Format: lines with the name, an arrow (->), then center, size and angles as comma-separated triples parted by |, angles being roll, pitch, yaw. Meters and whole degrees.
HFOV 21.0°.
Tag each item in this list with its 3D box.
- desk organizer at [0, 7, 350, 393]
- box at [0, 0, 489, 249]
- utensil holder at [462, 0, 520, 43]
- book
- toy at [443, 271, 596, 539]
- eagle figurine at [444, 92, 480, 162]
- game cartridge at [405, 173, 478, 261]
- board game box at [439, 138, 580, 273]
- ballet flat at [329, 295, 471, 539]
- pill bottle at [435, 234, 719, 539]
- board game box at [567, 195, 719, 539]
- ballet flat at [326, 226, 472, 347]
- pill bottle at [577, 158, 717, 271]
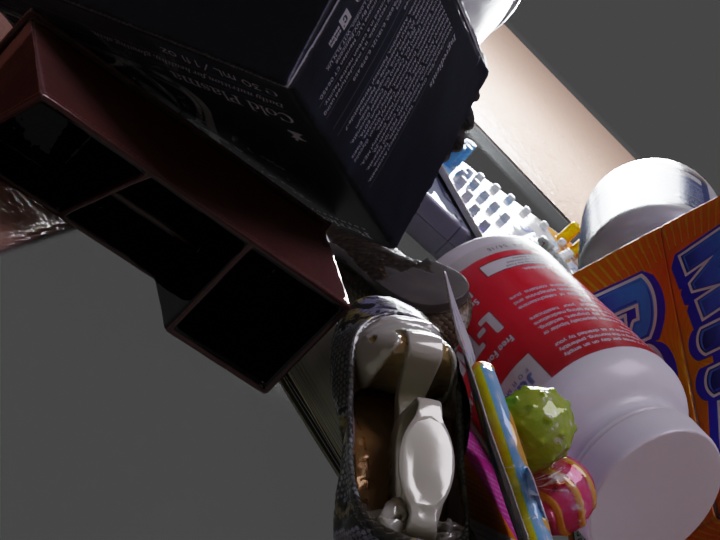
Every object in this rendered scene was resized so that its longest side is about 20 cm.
desk organizer -> -0.101, -0.029, 0.936 | 0.200, 0.072, 0.077 | 35, 20, -31
box -> -0.062, -0.130, 0.977 | 0.199, 0.125, 0.197 | 23, -12, 23
utensil holder -> 0.031, -0.227, 1.544 | 0.170, 0.170, 0.200 | 43, 34, -4
book -> 0.047, 0.118, 0.986 | 0.133, 0.048, 0.200 | 29, 22, -51
toy -> 0.084, 0.096, 0.904 | 0.201, 0.047, 0.116 | -98, 173, -56
eagle figurine -> -0.015, -0.150, 1.251 | 0.200, 0.152, 0.151 | 44, -8, 12
game cartridge -> 0.095, -0.018, 1.490 | 0.200, 0.042, 0.134 | 37, 21, -25
board game box -> 0.148, -0.009, 1.489 | 0.200, 0.026, 0.200 | 34, 19, -36
ballet flat -> 0.023, 0.069, 0.894 | 0.072, 0.072, 0.201 | 35, 34, -29
pill bottle -> 0.112, 0.072, 1.090 | 0.112, 0.113, 0.200 | 32, 10, -39
board game box -> 0.251, 0.093, 1.175 | 0.199, 0.199, 0.201 | 31, 42, -40
ballet flat -> 0.000, 0.000, 1.121 | 0.067, 0.047, 0.200 | -21, 31, -27
pill bottle -> 0.210, -0.005, 1.382 | 0.111, 0.111, 0.200 | 42, 17, -6
